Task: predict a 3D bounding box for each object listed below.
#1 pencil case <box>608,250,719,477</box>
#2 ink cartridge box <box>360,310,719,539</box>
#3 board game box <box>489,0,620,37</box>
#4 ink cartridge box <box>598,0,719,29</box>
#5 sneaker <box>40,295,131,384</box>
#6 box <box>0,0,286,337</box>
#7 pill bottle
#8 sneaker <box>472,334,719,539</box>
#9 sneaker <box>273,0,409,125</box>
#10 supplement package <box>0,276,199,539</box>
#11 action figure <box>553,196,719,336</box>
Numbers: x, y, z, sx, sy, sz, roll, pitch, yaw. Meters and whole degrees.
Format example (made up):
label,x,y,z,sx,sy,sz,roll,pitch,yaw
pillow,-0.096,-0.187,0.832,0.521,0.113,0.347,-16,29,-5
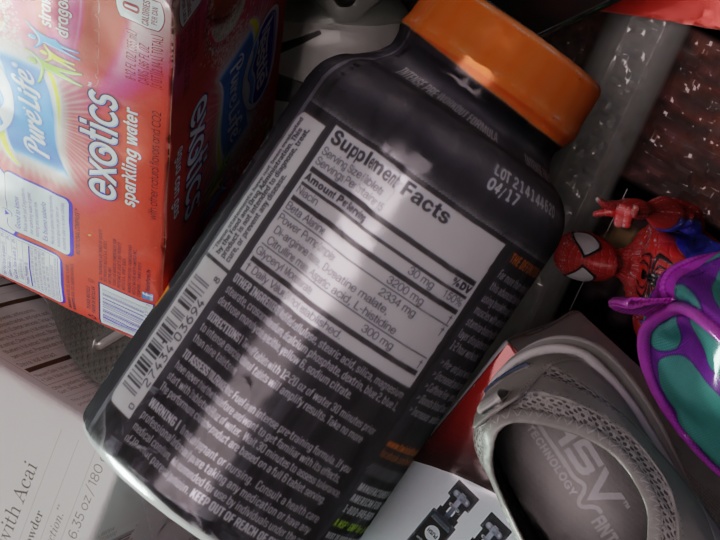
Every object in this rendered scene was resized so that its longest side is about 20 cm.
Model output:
label,x,y,z,sx,sy,sz,roll,pitch,yaw
pencil case,0.182,-0.014,0.682,0.200,0.085,0.093,-39,93,-14
ink cartridge box,0.086,0.149,0.775,0.200,0.084,0.176,43,112,14
board game box,0.104,-0.158,0.750,0.199,0.023,0.105,-20,91,47
ink cartridge box,0.153,-0.183,0.752,0.159,0.047,0.202,12,100,24
sneaker,-0.110,-0.015,0.888,0.200,0.080,0.071,46,115,35
box,-0.088,-0.077,0.734,0.099,0.096,0.201,24,147,9
pill bottle,0.000,0.000,0.736,0.106,0.106,0.201,35,93,17
sneaker,0.095,0.115,0.674,0.075,0.082,0.200,-43,79,20
sneaker,-0.074,-0.078,0.857,0.198,0.074,0.089,5,102,21
supplement package,-0.163,0.065,0.892,0.199,0.120,0.122,29,108,20
action figure,0.152,0.017,0.753,0.199,0.099,0.066,15,101,26
